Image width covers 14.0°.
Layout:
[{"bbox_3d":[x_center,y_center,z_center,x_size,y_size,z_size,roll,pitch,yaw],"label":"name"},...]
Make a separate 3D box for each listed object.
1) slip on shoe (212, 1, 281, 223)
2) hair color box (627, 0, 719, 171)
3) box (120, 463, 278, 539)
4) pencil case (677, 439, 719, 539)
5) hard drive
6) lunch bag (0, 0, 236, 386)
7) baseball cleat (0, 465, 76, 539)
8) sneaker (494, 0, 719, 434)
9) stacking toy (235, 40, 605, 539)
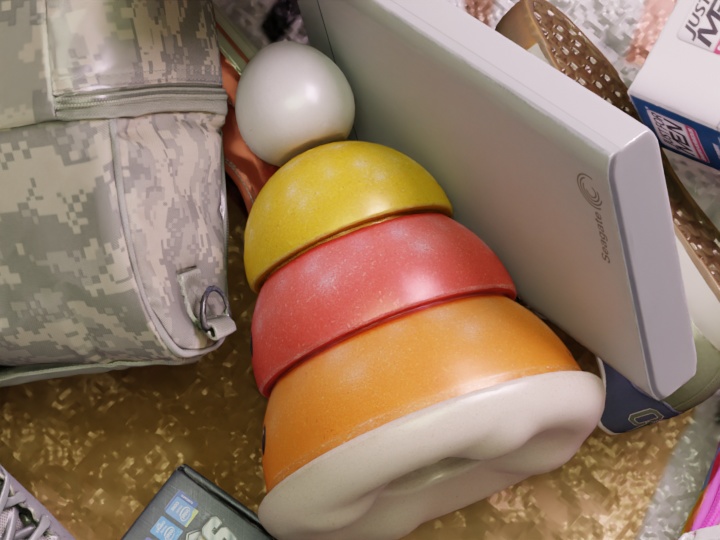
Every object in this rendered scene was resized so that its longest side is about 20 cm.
[{"bbox_3d":[-0.083,-0.086,1.252,0.061,0.074,0.200,-43,84,-8],"label":"slip on shoe"},{"bbox_3d":[0.220,-0.067,1.175,0.200,0.061,0.100,25,80,22],"label":"hair color box"},{"bbox_3d":[-0.070,0.203,1.180,0.158,0.051,0.200,37,77,7],"label":"box"},{"bbox_3d":[0.189,0.070,1.204,0.088,0.088,0.200,26,73,6],"label":"pencil case"},{"bbox_3d":[0.050,-0.045,1.165,0.027,0.132,0.200,-35,46,-20],"label":"hard drive"},{"bbox_3d":[-0.154,-0.034,1.181,0.200,0.139,0.168,-7,89,20],"label":"lunch bag"},{"bbox_3d":[-0.165,0.081,1.124,0.200,0.106,0.070,34,48,-2],"label":"baseball cleat"},{"bbox_3d":[0.090,-0.019,1.235,0.090,0.067,0.200,-44,57,21],"label":"sneaker"},{"bbox_3d":[0.000,0.000,1.180,0.146,0.146,0.200,-20,74,-6],"label":"stacking toy"}]
